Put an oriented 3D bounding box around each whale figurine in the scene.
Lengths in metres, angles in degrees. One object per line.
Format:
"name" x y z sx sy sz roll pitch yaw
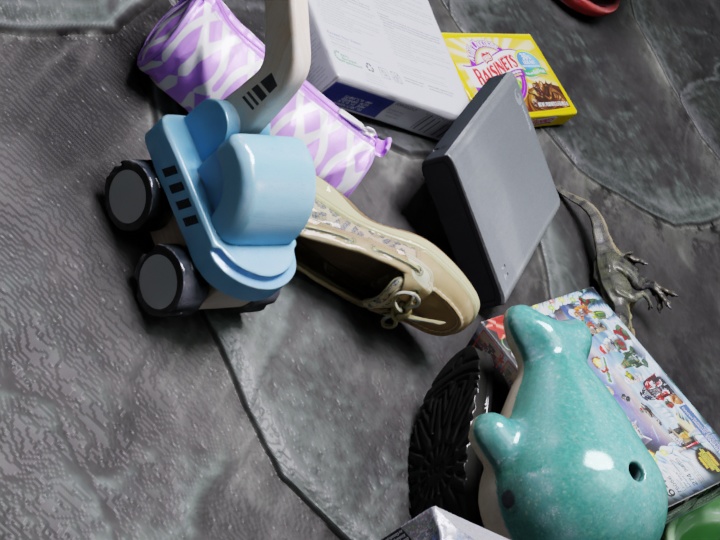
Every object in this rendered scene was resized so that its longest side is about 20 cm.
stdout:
"whale figurine" 0.148 0.115 1.047 0.158 0.104 0.202 16 60 -32

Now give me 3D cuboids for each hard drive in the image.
"hard drive" 0.118 -0.075 1.353 0.140 0.033 0.200 67 29 -19

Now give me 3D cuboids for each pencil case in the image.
"pencil case" -0.072 -0.125 1.150 0.200 0.085 0.084 37 38 -23

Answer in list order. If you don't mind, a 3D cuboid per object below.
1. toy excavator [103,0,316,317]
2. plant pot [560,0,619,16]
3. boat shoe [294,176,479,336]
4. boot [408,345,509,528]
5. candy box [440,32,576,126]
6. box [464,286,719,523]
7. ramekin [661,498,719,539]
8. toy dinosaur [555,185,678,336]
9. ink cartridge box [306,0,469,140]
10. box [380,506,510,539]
"toy excavator" -0.073 -0.089 1.008 0.100 0.200 0.196 0 60 -52
"plant pot" 0.283 -0.410 1.762 0.200 0.182 0.202 32 40 -31
"boat shoe" 0.000 0.000 1.149 0.199 0.073 0.063 30 45 -15
"boot" 0.116 0.173 1.119 0.157 0.079 0.213 25 53 -27
"candy box" 0.138 -0.188 1.525 0.199 0.026 0.103 -13 68 -55
"box" 0.191 0.109 1.208 0.136 0.040 0.200 -16 57 -39
"ramekin" 0.304 0.274 1.202 0.198 0.098 0.201 19 33 -13
"toy dinosaur" 0.250 0.002 1.481 0.088 0.047 0.201 16 45 -35
"ink cartridge box" 0.003 -0.221 1.368 0.199 0.040 0.201 12 52 -48
"box" 0.079 0.251 0.957 0.199 0.132 0.115 28 39 -34
